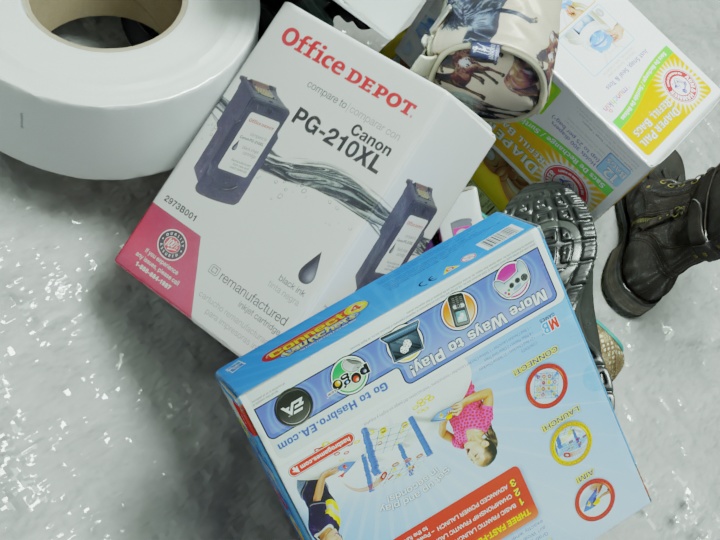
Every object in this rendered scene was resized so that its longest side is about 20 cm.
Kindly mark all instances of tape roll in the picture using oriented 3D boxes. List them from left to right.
[{"bbox_3d":[-0.167,-0.156,0.957,0.202,0.071,0.203,5,53,-6],"label":"tape roll"}]

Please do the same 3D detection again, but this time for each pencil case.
[{"bbox_3d":[0.091,-0.200,0.961,0.089,0.078,0.200,21,62,-22],"label":"pencil case"}]

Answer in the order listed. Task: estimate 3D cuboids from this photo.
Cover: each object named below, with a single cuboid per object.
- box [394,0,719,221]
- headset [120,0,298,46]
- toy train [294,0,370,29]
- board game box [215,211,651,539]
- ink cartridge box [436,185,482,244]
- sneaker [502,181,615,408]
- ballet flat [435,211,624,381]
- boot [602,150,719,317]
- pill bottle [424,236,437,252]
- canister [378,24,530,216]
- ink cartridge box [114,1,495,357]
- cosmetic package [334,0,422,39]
[{"bbox_3d":[0.142,-0.144,1.063,0.200,0.113,0.101,45,59,4],"label":"box"},{"bbox_3d":[-0.078,-0.170,1.058,0.200,0.094,0.124,38,48,6],"label":"headset"},{"bbox_3d":[-0.047,-0.255,1.009,0.200,0.085,0.114,44,18,-37],"label":"toy train"},{"bbox_3d":[0.047,0.099,0.856,0.200,0.056,0.196,-29,110,-12],"label":"board game box"},{"bbox_3d":[0.084,0.041,1.017,0.037,0.095,0.200,-14,92,1],"label":"ink cartridge box"},{"bbox_3d":[0.135,0.036,1.034,0.076,0.091,0.200,-4,71,7],"label":"sneaker"},{"bbox_3d":[0.111,0.025,1.089,0.200,0.071,0.065,40,62,-3],"label":"ballet flat"},{"bbox_3d":[0.280,-0.061,1.179,0.069,0.174,0.200,30,50,-15],"label":"boot"},{"bbox_3d":[0.000,0.000,0.994,0.111,0.111,0.200,4,61,-32],"label":"pill bottle"},{"bbox_3d":[0.108,-0.115,1.156,0.200,0.087,0.149,47,50,2],"label":"canister"},{"bbox_3d":[-0.034,-0.045,0.910,0.145,0.200,0.084,34,1,30],"label":"ink cartridge box"},{"bbox_3d":[0.028,-0.261,0.917,0.113,0.200,0.081,35,8,-37],"label":"cosmetic package"}]
